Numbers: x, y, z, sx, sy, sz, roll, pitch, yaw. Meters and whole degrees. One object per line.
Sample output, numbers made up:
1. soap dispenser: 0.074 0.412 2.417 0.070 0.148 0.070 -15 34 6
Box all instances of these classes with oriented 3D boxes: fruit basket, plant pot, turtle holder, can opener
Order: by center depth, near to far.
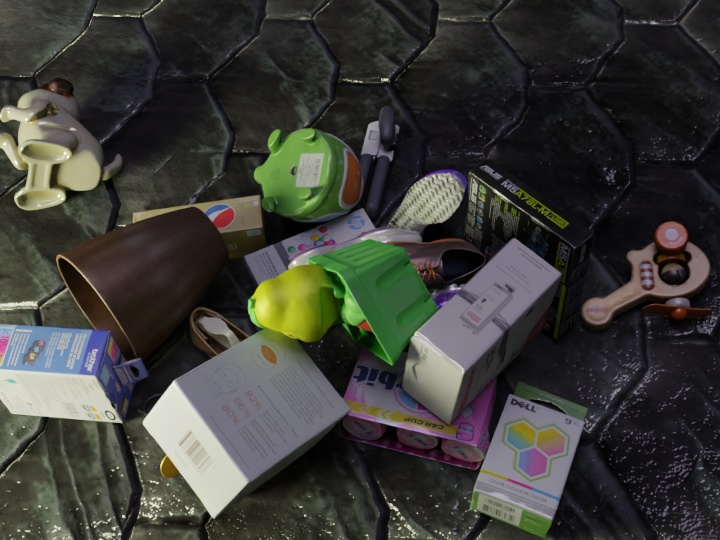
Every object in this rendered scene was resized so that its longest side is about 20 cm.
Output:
1. fruit basket: -0.031 0.047 1.368 0.214 0.156 0.216 -29 13 7
2. plant pot: -0.291 0.002 1.527 0.199 0.188 0.187 -38 58 -22
3. turtle holder: -0.080 -0.130 1.644 0.185 0.131 0.142 -32 59 33
4. can opener: 0.021 -0.176 1.716 0.053 0.067 0.201 6 52 10

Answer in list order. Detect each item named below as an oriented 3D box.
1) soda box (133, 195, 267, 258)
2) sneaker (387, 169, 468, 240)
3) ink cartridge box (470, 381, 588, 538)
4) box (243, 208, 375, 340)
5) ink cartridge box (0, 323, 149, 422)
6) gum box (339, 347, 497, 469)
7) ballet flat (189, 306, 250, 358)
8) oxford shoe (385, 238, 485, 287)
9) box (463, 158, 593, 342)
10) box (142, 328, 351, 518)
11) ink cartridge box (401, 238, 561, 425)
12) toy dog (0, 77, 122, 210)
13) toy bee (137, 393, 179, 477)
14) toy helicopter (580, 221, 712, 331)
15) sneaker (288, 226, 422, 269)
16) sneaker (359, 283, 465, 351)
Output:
1. soda box: -0.244 -0.057 1.650 0.198 0.064 0.068 -8 51 -2
2. sneaker: 0.110 -0.106 1.582 0.070 0.200 0.100 45 57 0
3. ink cartridge box: 0.221 0.226 1.382 0.103 0.060 0.201 19 56 13
4. box: -0.052 0.007 1.597 0.198 0.041 0.157 -21 54 -13
5. ink cartridge box: -0.390 0.140 1.460 0.198 0.137 0.077 5 57 9
6. gum box: 0.082 0.179 1.431 0.198 0.066 0.114 12 53 13
7. ballet flat: -0.169 0.117 1.506 0.199 0.063 0.069 30 60 25
8. oxford shoe: 0.078 -0.007 1.496 0.198 0.072 0.073 -14 10 -19
9. box: 0.225 -0.026 1.496 0.047 0.201 0.193 -36 56 -26
10. box: -0.139 0.181 1.352 0.153 0.106 0.199 51 42 10
11. ink cartridge box: 0.152 0.079 1.370 0.083 0.147 0.200 38 61 20
12. toy dog: -0.495 -0.225 1.761 0.192 0.140 0.201 -10 50 -20
13. toy bee: -0.225 0.209 1.411 0.198 0.109 0.132 16 55 16
14. toy helicopter: 0.405 0.033 1.530 0.199 0.079 0.133 -29 63 -4
15. sneaker: 0.000 0.000 1.543 0.198 0.075 0.101 -17 80 -14
16. sneaker: 0.091 0.080 1.496 0.198 0.081 0.084 -12 35 4
